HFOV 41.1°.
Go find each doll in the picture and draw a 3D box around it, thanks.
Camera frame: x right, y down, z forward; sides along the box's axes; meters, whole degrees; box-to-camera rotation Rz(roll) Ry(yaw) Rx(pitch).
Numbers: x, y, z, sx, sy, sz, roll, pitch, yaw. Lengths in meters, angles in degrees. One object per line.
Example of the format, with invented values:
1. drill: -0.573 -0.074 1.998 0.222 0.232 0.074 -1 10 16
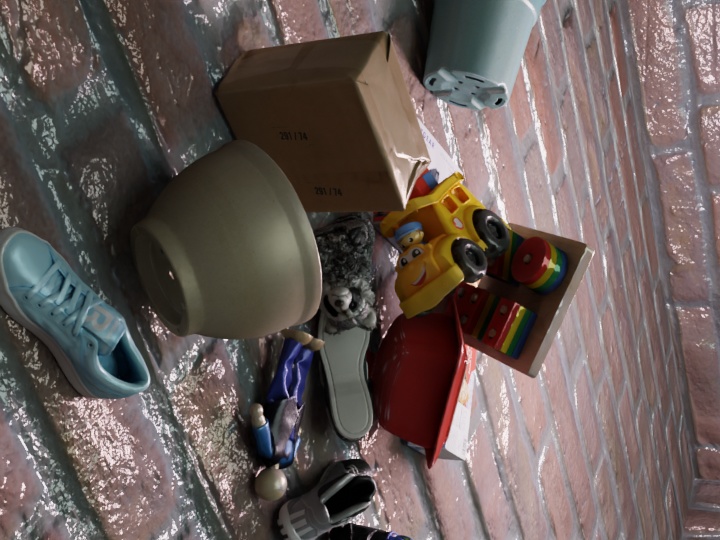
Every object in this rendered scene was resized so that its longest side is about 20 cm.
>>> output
1. doll: -0.096 0.176 1.164 0.136 0.048 0.204 37 63 -65

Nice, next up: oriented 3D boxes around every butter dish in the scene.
1. butter dish: 0.064 0.144 1.363 0.201 0.145 0.203 -89 -170 -70

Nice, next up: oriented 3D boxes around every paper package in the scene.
1. paper package: -0.041 -0.167 1.132 0.104 0.197 0.193 -60 138 -41

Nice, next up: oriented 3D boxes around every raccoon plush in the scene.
1. raccoon plush: 0.000 0.000 1.283 0.199 0.095 0.136 -32 110 -56

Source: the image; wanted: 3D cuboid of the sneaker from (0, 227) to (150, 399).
1. sneaker: -0.251 0.039 0.865 0.201 0.081 0.075 61 39 -38

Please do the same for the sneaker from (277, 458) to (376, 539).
1. sneaker: -0.010 0.285 1.229 0.076 0.115 0.199 59 32 3

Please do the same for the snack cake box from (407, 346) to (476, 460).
1. snack cake box: 0.134 0.193 1.540 0.115 0.066 0.204 41 54 -59

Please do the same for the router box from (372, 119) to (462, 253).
1. router box: 0.092 -0.117 1.510 0.200 0.048 0.183 38 56 -53

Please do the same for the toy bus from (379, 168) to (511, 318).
1. toy bus: 0.095 -0.059 1.343 0.193 0.135 0.200 53 38 -4

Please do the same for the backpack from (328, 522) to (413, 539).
1. backpack: 0.004 0.458 1.245 0.201 0.133 0.185 -56 134 -42

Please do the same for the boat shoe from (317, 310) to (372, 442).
1. boat shoe: -0.021 0.128 1.288 0.060 0.072 0.204 121 -39 -68

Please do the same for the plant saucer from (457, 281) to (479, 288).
1. plant saucer: 0.192 0.018 1.637 0.200 0.032 0.204 -11 90 -77

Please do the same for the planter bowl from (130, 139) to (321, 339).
1. planter bowl: -0.149 -0.015 0.969 0.133 0.199 0.204 -24 112 -29

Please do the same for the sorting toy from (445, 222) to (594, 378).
1. sorting toy: 0.217 0.027 1.402 0.069 0.199 0.201 26 89 -28

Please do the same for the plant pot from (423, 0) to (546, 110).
1. plant pot: 0.195 -0.385 1.582 0.200 0.197 0.200 30 70 -56
